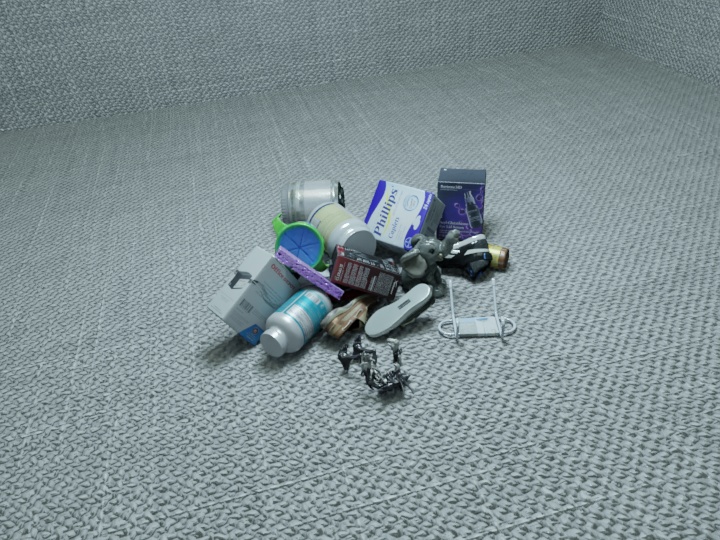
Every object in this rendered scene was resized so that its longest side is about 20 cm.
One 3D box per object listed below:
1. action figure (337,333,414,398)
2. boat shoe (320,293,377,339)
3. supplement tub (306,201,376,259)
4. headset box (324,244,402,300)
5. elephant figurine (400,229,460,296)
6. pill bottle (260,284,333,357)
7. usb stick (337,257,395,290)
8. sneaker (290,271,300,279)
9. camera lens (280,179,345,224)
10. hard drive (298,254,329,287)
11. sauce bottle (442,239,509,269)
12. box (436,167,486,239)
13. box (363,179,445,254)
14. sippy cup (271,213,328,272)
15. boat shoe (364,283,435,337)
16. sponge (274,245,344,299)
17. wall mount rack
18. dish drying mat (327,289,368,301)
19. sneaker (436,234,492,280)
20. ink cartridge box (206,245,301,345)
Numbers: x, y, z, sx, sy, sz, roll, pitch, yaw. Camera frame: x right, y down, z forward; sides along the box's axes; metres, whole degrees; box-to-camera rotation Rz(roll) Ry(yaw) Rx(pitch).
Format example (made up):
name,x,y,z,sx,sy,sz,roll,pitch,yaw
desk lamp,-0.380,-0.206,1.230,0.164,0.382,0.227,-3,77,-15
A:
name,x,y,z,sx,sy,sz,roll,pitch,yaw
action figure,0.040,0.214,1.414,0.199,0.103,0.118,24,31,38
boat shoe,-0.019,0.124,1.594,0.072,0.076,0.199,47,44,15
supplement tub,-0.057,-0.102,1.810,0.144,0.147,0.200,-22,37,-24
headset box,0.000,0.000,1.643,0.197,0.078,0.149,16,11,-8
elephant figurine,0.175,-0.036,1.676,0.153,0.202,0.142,-13,34,-12
pill bottle,-0.164,0.131,1.554,0.110,0.112,0.200,16,39,29
usb stick,0.014,0.010,1.755,0.197,0.056,0.033,-15,-8,-22
sneaker,-0.251,-0.005,1.781,0.197,0.076,0.087,-3,28,23
camera lens,-0.151,-0.213,2.021,0.197,0.162,0.161,-3,33,3
hard drive,-0.126,-0.005,1.829,0.197,0.026,0.132,-15,35,-15
sauce bottle,0.333,-0.054,1.805,0.198,0.067,0.066,14,38,23
box,0.311,-0.205,1.910,0.146,0.202,0.105,3,34,12
box,0.125,-0.152,1.856,0.198,0.105,0.186,18,85,32
sippy cup,-0.164,-0.077,1.714,0.137,0.180,0.131,-10,16,2
boat shoe,0.105,0.116,1.575,0.199,0.064,0.071,-33,42,1
sponge,-0.135,0.006,1.610,0.199,0.030,0.112,34,1,-9
wall mount rack,0.294,0.101,1.570,0.197,0.075,0.175,-2,34,3
dish drying mat,-0.048,0.070,1.693,0.197,0.018,0.077,-6,8,-2
sneaker,0.278,-0.015,1.752,0.198,0.073,0.113,-24,73,20
ink cartridge box,-0.267,0.064,1.567,0.083,0.145,0.201,28,74,41
